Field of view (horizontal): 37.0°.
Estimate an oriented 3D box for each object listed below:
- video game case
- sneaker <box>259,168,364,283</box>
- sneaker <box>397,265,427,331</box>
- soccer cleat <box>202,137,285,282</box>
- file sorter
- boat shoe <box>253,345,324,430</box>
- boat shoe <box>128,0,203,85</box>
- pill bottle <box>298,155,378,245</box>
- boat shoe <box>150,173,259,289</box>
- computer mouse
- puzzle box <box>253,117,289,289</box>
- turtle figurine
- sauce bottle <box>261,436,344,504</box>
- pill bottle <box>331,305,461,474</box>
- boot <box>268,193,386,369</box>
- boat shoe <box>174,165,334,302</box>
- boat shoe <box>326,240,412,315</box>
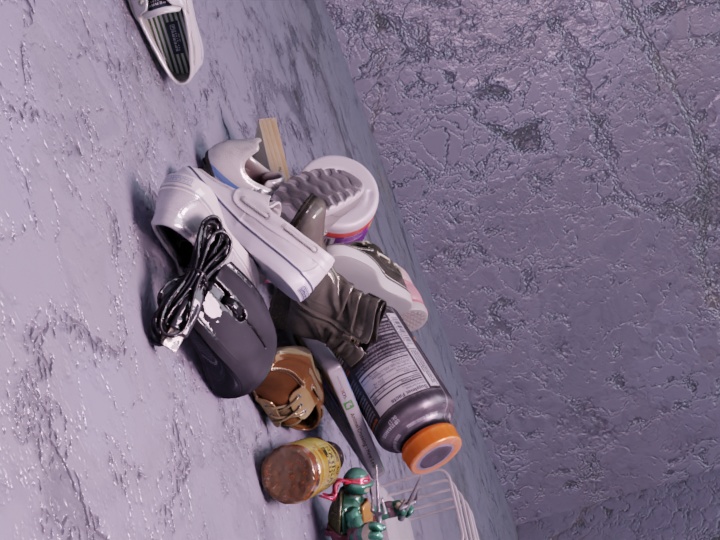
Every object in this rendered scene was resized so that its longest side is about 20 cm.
[{"bbox_3d":[-0.039,0.144,1.370,0.200,0.022,0.183,49,-17,57],"label":"video game case"},{"bbox_3d":[-0.081,-0.050,1.274,0.075,0.200,0.082,44,-23,32],"label":"sneaker"},{"bbox_3d":[-0.010,0.036,1.516,0.075,0.199,0.105,112,-31,-47],"label":"sneaker"},{"bbox_3d":[-0.120,-0.071,1.304,0.070,0.086,0.201,-96,165,-55],"label":"soccer cleat"},{"bbox_3d":[0.111,0.410,1.679,0.200,0.124,0.139,60,16,-57],"label":"file sorter"},{"bbox_3d":[-0.078,0.136,1.204,0.200,0.075,0.074,49,28,-68],"label":"boat shoe"},{"bbox_3d":[-0.218,-0.301,1.189,0.067,0.073,0.201,-100,170,-55],"label":"boat shoe"},{"bbox_3d":[-0.047,-0.059,1.459,0.200,0.111,0.112,114,-35,-61],"label":"pill bottle"},{"bbox_3d":[-0.154,-0.010,1.063,0.200,0.072,0.069,79,28,-56],"label":"boat shoe"},{"bbox_3d":[-0.122,0.057,1.022,0.200,0.052,0.139,69,36,-52],"label":"computer mouse"},{"bbox_3d":[-0.110,-0.081,1.417,0.133,0.025,0.201,117,-38,-63],"label":"puzzle box"},{"bbox_3d":[0.009,0.307,1.275,0.150,0.100,0.201,-19,114,-64],"label":"turtle figurine"},{"bbox_3d":[-0.056,0.217,1.202,0.200,0.066,0.066,13,60,-79],"label":"sauce bottle"},{"bbox_3d":[0.046,0.148,1.316,0.200,0.106,0.106,59,0,32],"label":"pill bottle"},{"bbox_3d":[-0.026,0.014,1.204,0.068,0.130,0.201,-54,163,-46],"label":"boot"},{"bbox_3d":[-0.111,-0.051,1.129,0.200,0.065,0.074,42,-14,14],"label":"boat shoe"},{"bbox_3d":[0.000,0.000,1.324,0.200,0.070,0.064,38,37,-57],"label":"boat shoe"}]
